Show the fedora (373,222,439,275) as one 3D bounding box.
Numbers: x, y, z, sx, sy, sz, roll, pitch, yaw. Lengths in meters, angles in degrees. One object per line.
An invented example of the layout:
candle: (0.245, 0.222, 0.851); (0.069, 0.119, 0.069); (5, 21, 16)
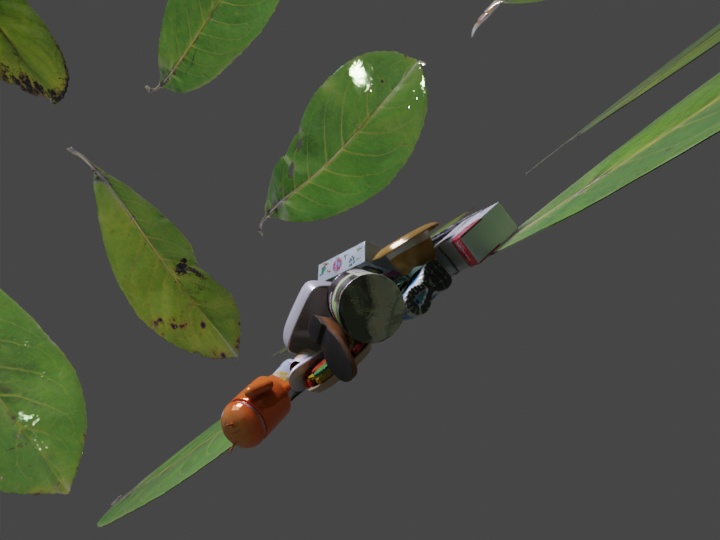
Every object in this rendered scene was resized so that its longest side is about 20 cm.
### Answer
fedora: (0.126, -0.044, 1.374); (0.199, 0.083, 0.201); (-30, -3, -2)

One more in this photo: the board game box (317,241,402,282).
board game box: (0.000, 0.000, 1.524); (0.146, 0.065, 0.199); (19, -30, -36)

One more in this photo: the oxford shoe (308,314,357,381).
oxford shoe: (-0.045, 0.163, 1.218); (0.070, 0.200, 0.072); (7, -61, -33)

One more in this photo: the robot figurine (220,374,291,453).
robot figurine: (-0.237, 0.320, 1.279); (0.143, 0.117, 0.200); (-36, 3, 39)

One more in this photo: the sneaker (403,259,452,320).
sneaker: (0.137, 0.047, 1.299); (0.200, 0.079, 0.090); (-40, 0, -42)

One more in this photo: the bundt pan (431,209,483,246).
bundt pan: (0.279, -0.092, 1.606); (0.200, 0.077, 0.202); (-29, 2, 1)

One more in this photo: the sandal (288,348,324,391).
sandal: (-0.126, 0.228, 1.395); (0.206, 0.058, 0.080); (-29, -49, -54)

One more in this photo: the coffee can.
coffee can: (0.007, 0.074, 1.264); (0.146, 0.147, 0.200); (-38, 8, -7)

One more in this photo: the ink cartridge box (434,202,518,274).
ink cartridge box: (0.273, -0.073, 1.395); (0.144, 0.084, 0.200); (-40, 2, -18)

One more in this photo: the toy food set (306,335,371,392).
toy food set: (-0.049, 0.211, 1.321); (0.199, 0.049, 0.198); (-39, 2, -27)

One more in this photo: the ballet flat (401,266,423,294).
ballet flat: (0.133, 0.054, 1.401); (0.199, 0.068, 0.062); (-39, -8, -26)

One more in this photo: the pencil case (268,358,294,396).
pencil case: (-0.214, 0.313, 1.472); (0.200, 0.082, 0.092); (-42, -30, -63)

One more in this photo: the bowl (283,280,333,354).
bowl: (-0.102, 0.114, 1.428); (0.198, 0.074, 0.202); (10, -70, -45)

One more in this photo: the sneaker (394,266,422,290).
sneaker: (0.133, 0.040, 1.514); (0.201, 0.074, 0.118); (-49, 1, -27)
